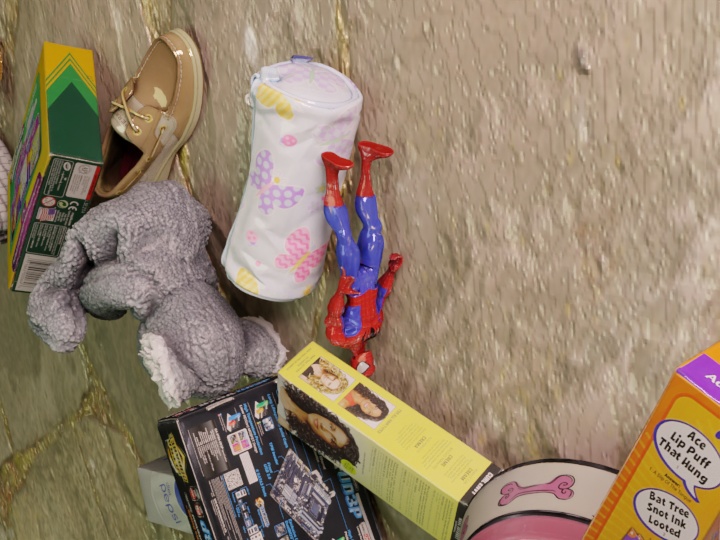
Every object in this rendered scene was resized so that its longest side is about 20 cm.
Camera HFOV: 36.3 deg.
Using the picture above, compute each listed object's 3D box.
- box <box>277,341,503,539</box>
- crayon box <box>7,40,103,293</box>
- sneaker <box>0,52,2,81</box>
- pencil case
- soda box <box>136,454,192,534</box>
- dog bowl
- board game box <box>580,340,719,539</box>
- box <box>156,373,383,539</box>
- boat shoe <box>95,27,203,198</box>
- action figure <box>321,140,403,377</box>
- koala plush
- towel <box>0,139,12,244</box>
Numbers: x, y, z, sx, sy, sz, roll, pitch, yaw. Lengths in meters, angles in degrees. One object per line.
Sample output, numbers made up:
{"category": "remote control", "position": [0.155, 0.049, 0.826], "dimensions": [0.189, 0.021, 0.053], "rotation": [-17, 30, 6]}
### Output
{"category": "box", "position": [0.019, 0.144, 0.907], "dimensions": [0.200, 0.050, 0.075], "rotation": [31, 142, 24]}
{"category": "crayon box", "position": [-0.322, -0.104, 1.146], "dimensions": [0.200, 0.058, 0.173], "rotation": [-58, 34, 40]}
{"category": "sneaker", "position": [-0.478, -0.272, 1.296], "dimensions": [0.090, 0.075, 0.201], "rotation": [-22, 81, 55]}
{"category": "pencil case", "position": [-0.059, -0.072, 0.911], "dimensions": [0.083, 0.090, 0.201], "rotation": [-123, 38, -47]}
{"category": "soda box", "position": [-0.143, 0.231, 1.123], "dimensions": [0.200, 0.068, 0.064], "rotation": [1, 105, 46]}
{"category": "dog bowl", "position": [0.151, 0.237, 0.776], "dimensions": [0.199, 0.074, 0.201], "rotation": [12, 119, 23]}
{"category": "board game box", "position": [0.255, 0.156, 0.589], "dimensions": [0.200, 0.200, 0.200], "rotation": [40, 129, 29]}
{"category": "box", "position": [-0.074, 0.199, 0.972], "dimensions": [0.046, 0.159, 0.201], "rotation": [-18, 91, 54]}
{"category": "boat shoe", "position": [-0.208, -0.141, 1.059], "dimensions": [0.074, 0.066, 0.200], "rotation": [46, 132, 24]}
{"category": "action figure", "position": [0.000, 0.000, 0.892], "dimensions": [0.052, 0.065, 0.201], "rotation": [26, 128, 39]}
{"category": "koala plush", "position": [-0.176, 0.040, 1.021], "dimensions": [0.200, 0.177, 0.184], "rotation": [50, 123, 27]}
{"category": "towel", "position": [-0.491, -0.097, 1.296], "dimensions": [0.200, 0.165, 0.086], "rotation": [51, 137, 21]}
